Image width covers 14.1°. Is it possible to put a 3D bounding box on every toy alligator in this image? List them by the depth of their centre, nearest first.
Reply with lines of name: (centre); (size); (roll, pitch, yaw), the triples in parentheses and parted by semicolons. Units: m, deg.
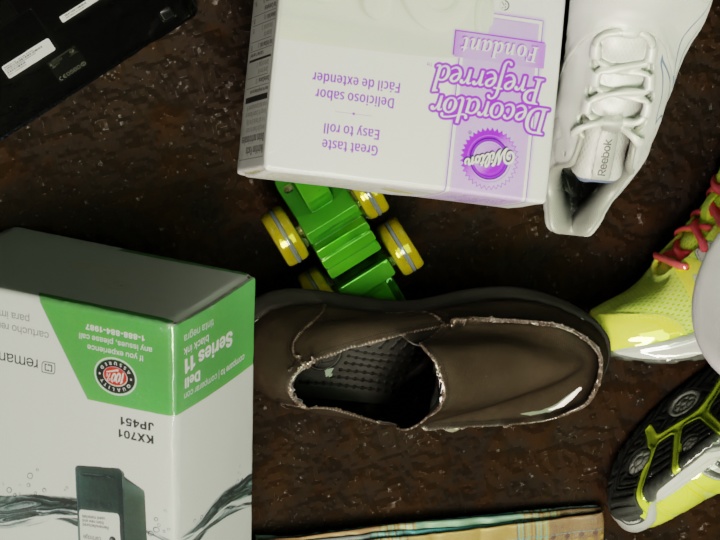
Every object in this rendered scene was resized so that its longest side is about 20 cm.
toy alligator: (0.000, 0.000, 1.487); (0.059, 0.054, 0.200); (-31, 123, 0)

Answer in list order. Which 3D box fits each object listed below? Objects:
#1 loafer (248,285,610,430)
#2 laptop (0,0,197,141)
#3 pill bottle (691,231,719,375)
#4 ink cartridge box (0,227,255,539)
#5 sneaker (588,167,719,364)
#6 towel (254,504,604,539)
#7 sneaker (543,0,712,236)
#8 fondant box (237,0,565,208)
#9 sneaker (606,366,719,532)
loafer: (0.036, 0.055, 1.454); (0.200, 0.071, 0.073); (0, 118, -18)
laptop: (-0.206, -0.164, 1.395); (0.177, 0.103, 0.200); (-33, 140, 0)
pill bottle: (0.266, 0.047, 1.461); (0.120, 0.120, 0.200); (-48, 130, 6)
ink cartridge box: (-0.132, 0.094, 1.432); (0.147, 0.083, 0.200); (10, 112, 24)
sneaker: (0.198, -0.021, 1.524); (0.200, 0.078, 0.090); (-29, 107, -10)
towel: (0.035, 0.202, 1.588); (0.200, 0.022, 0.147); (-5, 112, -15)
sneaker: (0.129, -0.093, 1.420); (0.074, 0.087, 0.200); (9, 142, 1)
fondant box: (0.025, -0.137, 1.404); (0.144, 0.058, 0.200); (6, 88, -17)
sneaker: (0.223, 0.083, 1.563); (0.200, 0.075, 0.076); (-37, 114, 2)
